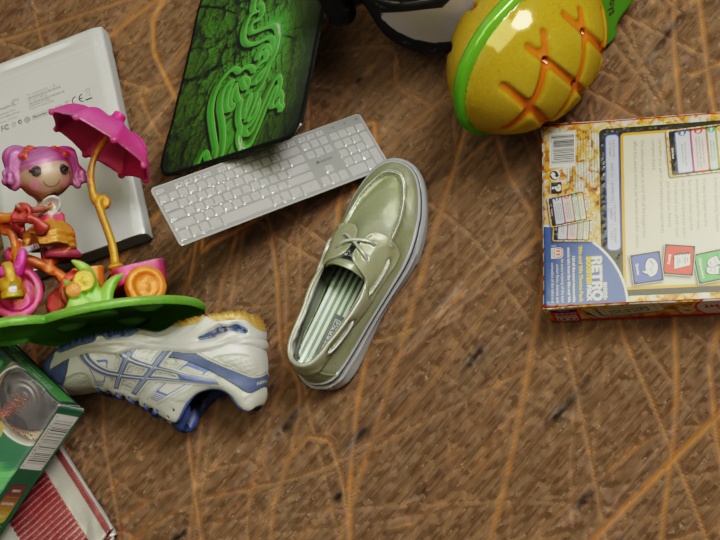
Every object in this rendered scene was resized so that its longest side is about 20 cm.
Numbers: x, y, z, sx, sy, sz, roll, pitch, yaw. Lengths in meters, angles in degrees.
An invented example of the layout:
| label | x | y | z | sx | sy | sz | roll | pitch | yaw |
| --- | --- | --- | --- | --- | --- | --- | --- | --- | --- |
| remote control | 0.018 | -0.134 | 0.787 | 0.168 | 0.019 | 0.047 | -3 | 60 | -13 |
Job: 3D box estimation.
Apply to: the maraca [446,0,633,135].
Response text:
| label | x | y | z | sx | sy | sz | roll | pitch | yaw |
| --- | --- | --- | --- | --- | --- | --- | --- | --- | --- |
| maraca | 0.145 | -0.183 | 1.251 | 0.199 | 0.138 | 0.107 | -38 | 60 | -20 |

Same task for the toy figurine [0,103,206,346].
| label | x | y | z | sx | sy | sz | roll | pitch | yaw |
| --- | --- | --- | --- | --- | --- | --- | --- | --- | --- |
| toy figurine | -0.235 | -0.042 | 1.301 | 0.197 | 0.150 | 0.187 | -6 | 78 | -21 |

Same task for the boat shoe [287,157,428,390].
| label | x | y | z | sx | sy | sz | roll | pitch | yaw |
| --- | --- | --- | --- | --- | --- | --- | --- | --- | --- |
| boat shoe | 0.000 | 0.000 | 1.294 | 0.071 | 0.062 | 0.202 | 18 | 80 | 19 |

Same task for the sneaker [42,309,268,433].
| label | x | y | z | sx | sy | sz | roll | pitch | yaw |
| --- | --- | --- | --- | --- | --- | --- | --- | --- | --- |
| sneaker | -0.169 | 0.091 | 1.314 | 0.197 | 0.075 | 0.089 | -11 | 81 | 18 |

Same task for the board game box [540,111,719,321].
| label | x | y | z | sx | sy | sz | roll | pitch | yaw |
| --- | --- | --- | --- | --- | --- | --- | --- | --- | --- |
| board game box | 0.240 | -0.043 | 1.246 | 0.197 | 0.046 | 0.154 | -2 | 75 | 16 |

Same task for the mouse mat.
| label | x | y | z | sx | sy | sz | roll | pitch | yaw |
| --- | --- | --- | --- | --- | --- | --- | --- | --- | --- |
| mouse mat | -0.094 | -0.179 | 1.344 | 0.160 | 0.008 | 0.202 | -14 | 56 | 37 |

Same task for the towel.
| label | x | y | z | sx | sy | sz | roll | pitch | yaw |
| --- | --- | --- | --- | --- | --- | --- | --- | --- | --- |
| towel | -0.313 | 0.230 | 1.346 | 0.199 | 0.023 | 0.144 | -40 | 67 | 1 |

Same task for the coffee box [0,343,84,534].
| label | x | y | z | sx | sy | sz | roll | pitch | yaw |
| --- | --- | --- | --- | --- | --- | --- | --- | --- | --- |
| coffee box | -0.328 | 0.157 | 1.320 | 0.123 | 0.044 | 0.201 | 39 | 98 | 23 |

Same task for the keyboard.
| label | x | y | z | sx | sy | sz | roll | pitch | yaw |
| --- | --- | --- | --- | --- | --- | --- | --- | --- | --- |
| keyboard | -0.071 | -0.075 | 1.311 | 0.198 | 0.011 | 0.057 | -22 | 64 | -24 |

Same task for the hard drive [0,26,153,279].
| label | x | y | z | sx | sy | sz | roll | pitch | yaw |
| --- | --- | --- | --- | --- | --- | --- | --- | --- | --- |
| hard drive | -0.264 | -0.101 | 1.417 | 0.130 | 0.027 | 0.202 | -18 | 71 | 10 |

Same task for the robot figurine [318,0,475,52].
| label | x | y | z | sx | sy | sz | roll | pitch | yaw |
| --- | --- | --- | --- | --- | --- | --- | --- | --- | --- |
| robot figurine | 0.050 | -0.248 | 1.273 | 0.124 | 0.200 | 0.151 | 29 | 84 | 20 |
